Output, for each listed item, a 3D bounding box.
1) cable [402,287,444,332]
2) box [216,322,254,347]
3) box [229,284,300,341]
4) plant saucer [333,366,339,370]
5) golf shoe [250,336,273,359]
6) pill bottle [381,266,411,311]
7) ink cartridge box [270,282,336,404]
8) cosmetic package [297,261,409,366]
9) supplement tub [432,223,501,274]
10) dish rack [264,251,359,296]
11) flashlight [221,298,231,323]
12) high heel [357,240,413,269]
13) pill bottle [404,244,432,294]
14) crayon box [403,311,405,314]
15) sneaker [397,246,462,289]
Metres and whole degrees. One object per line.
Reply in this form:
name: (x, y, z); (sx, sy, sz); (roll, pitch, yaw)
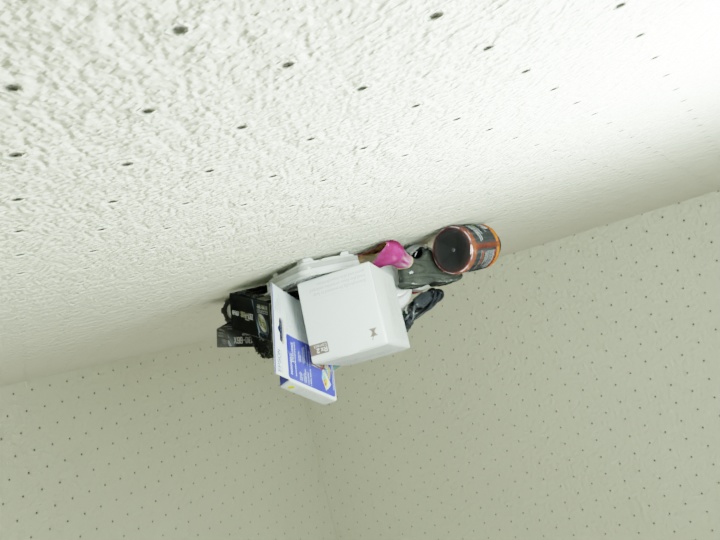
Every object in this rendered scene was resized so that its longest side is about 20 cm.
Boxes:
cable: (0.136, 0.113, 1.560); (0.199, 0.051, 0.164); (-35, 163, -54)
box: (-0.275, 0.159, 1.641); (0.153, 0.051, 0.200); (-1, -176, 3)
box: (-0.176, 0.086, 1.448); (0.161, 0.089, 0.197); (8, -165, 44)
plant saucer: (-0.089, 0.158, 1.486); (0.198, 0.039, 0.203); (-24, -143, 19)
golf shoe: (-0.188, 0.165, 1.478); (0.093, 0.080, 0.198); (-24, -150, -36)
pill bottle: (0.064, 0.058, 1.512); (0.106, 0.111, 0.201); (-13, 159, -13)
ink cartridge box: (-0.129, 0.153, 1.280); (0.046, 0.202, 0.199); (-26, 143, 26)
cosmetic package: (-0.010, 0.098, 1.306); (0.161, 0.169, 0.200); (-17, 166, 14)
supplement tub: (0.251, -0.051, 1.426); (0.105, 0.110, 0.198); (-18, 174, 35)
dish rack: (-0.104, 0.005, 1.333); (0.169, 0.045, 0.199); (-11, 173, -36)
flashlight: (-0.290, 0.102, 1.685); (0.066, 0.070, 0.199); (-5, 178, 25)
high heel: (0.012, -0.025, 1.365); (0.197, 0.069, 0.095); (-3, 155, 39)
pill bottle: (0.142, -0.003, 1.584); (0.110, 0.115, 0.200); (-14, 175, -6)
crayon box: (0.024, 0.089, 1.893); (0.196, 0.177, 0.058); (-17, 177, 26)
sneaker: (0.160, -0.008, 1.425); (0.197, 0.093, 0.075); (-1, 169, -44)
